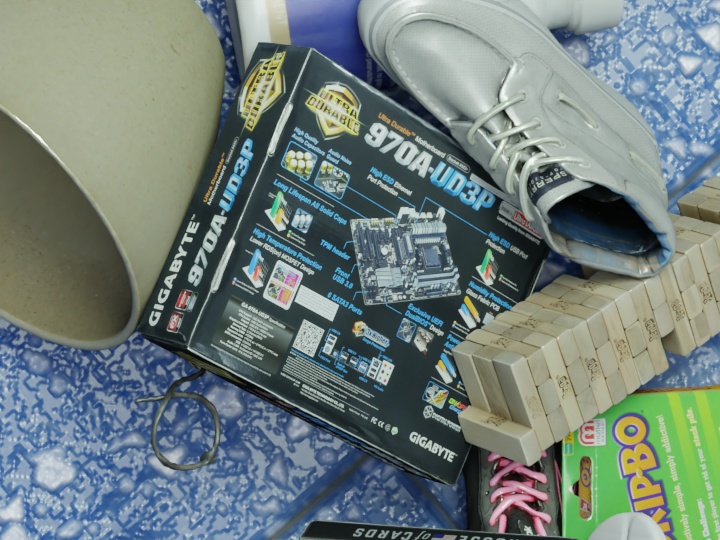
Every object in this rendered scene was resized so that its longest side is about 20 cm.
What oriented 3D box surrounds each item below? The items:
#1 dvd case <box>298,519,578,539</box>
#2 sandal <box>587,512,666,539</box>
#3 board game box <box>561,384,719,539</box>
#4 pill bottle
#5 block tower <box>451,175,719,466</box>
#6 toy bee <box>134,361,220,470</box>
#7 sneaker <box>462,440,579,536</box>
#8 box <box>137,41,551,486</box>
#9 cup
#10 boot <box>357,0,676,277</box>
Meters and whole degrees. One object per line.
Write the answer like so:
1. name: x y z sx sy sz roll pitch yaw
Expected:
1. dvd case: 0.053 0.225 1.388 0.149 0.025 0.201 1 115 23
2. sandal: 0.161 0.221 1.377 0.059 0.079 0.208 -13 98 -31
3. board game box: 0.194 0.110 1.430 0.199 0.030 0.096 -2 94 -24
4. pill bottle: 0.030 -0.155 1.379 0.199 0.116 0.117 -10 95 -5
5. block tower: 0.137 0.023 1.387 0.200 0.054 0.058 -34 117 -25
6. toy bee: -0.063 0.008 1.395 0.199 0.108 0.132 -22 111 -34
7. sneaker: 0.085 0.125 1.413 0.078 0.095 0.201 -2 93 -2
8. box: 0.000 0.000 1.345 0.200 0.046 0.160 29 79 -39
9. cup: -0.149 -0.081 1.346 0.200 0.200 0.143 42 62 -6
10. boot: 0.085 -0.070 1.324 0.199 0.096 0.074 29 120 -33
